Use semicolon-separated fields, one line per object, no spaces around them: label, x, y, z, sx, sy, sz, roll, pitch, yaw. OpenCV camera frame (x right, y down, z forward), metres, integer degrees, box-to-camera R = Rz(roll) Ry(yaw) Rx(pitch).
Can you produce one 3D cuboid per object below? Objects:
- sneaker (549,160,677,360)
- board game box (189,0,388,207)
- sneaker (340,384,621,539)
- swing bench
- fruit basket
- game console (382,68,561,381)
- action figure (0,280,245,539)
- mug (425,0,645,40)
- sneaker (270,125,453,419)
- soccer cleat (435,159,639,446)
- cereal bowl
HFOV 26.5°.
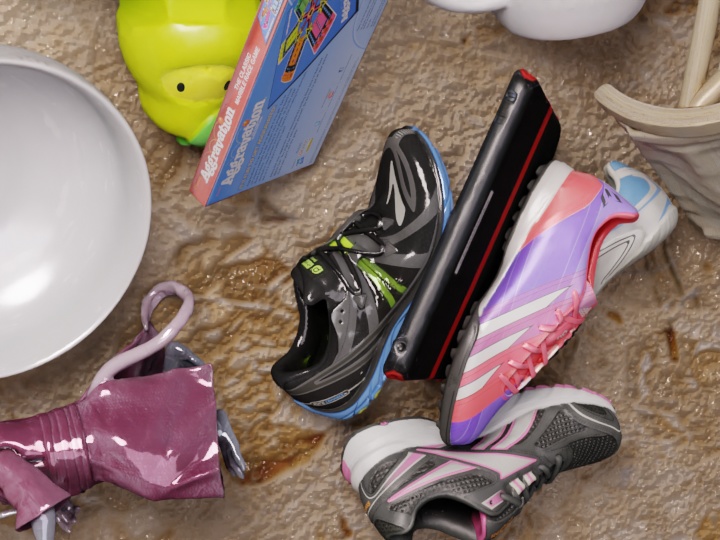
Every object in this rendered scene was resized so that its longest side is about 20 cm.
sneaker;0.134;0.010;1.068;0.072;0.072;0.200;43;91;11
board game box;-0.033;-0.129;0.909;0.102;0.019;0.201;-27;153;-45
sneaker;0.090;0.146;1.052;0.197;0.087;0.081;-13;142;-11
swing bench;0.280;-0.128;1.004;0.202;0.129;0.199;-61;143;-5
fruit basket;-0.100;-0.179;0.897;0.213;0.155;0.219;2;84;-18
game console;0.072;-0.023;0.981;0.031;0.177;0.202;24;91;15
action figure;-0.175;0.107;0.929;0.197;0.134;0.151;-13;105;-20
mug;0.103;-0.234;0.947;0.198;0.147;0.177;-24;120;-25
sneaker;0.000;0.000;1.005;0.082;0.071;0.202;19;98;-29
soccer cleat;0.113;0.030;1.003;0.072;0.068;0.202;24;88;14
cereal bowl;-0.227;-0.042;0.891;0.198;0.083;0.203;-15;123;-24
